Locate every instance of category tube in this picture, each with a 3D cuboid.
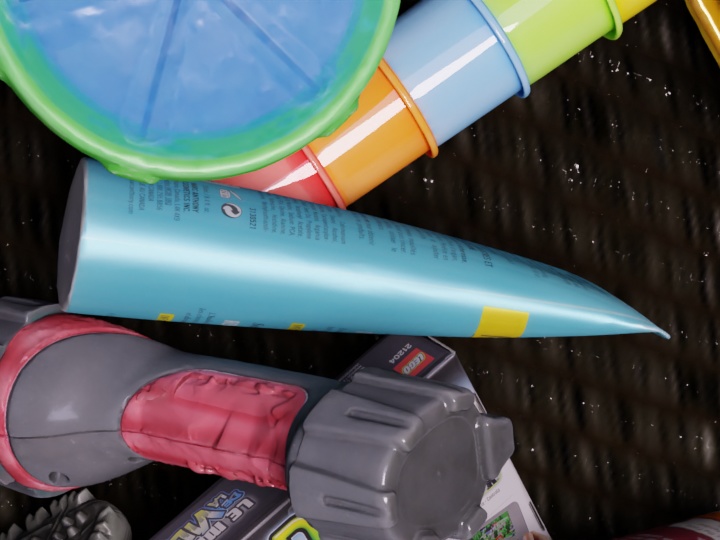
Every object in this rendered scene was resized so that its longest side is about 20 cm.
[{"bbox_3d":[0.000,0.000,0.775,0.198,0.077,0.051,7,105,-13],"label":"tube"}]

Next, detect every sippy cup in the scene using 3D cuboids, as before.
[{"bbox_3d":[-0.062,-0.095,0.762,0.177,0.130,0.141,21,86,-8],"label":"sippy cup"}]

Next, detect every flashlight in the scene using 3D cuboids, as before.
[{"bbox_3d":[-0.053,0.052,0.741,0.068,0.199,0.068,36,70,-45],"label":"flashlight"}]

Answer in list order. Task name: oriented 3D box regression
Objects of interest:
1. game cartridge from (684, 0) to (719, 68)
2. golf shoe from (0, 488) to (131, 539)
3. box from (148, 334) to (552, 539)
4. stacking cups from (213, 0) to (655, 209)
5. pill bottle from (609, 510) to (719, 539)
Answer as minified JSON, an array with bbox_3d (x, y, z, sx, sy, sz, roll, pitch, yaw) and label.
[{"bbox_3d":[0.193,-0.132,0.824,0.199,0.032,0.177,-32,98,-30],"label":"game cartridge"},{"bbox_3d":[-0.125,0.172,0.804,0.088,0.077,0.201,30,92,-27],"label":"golf shoe"},{"bbox_3d":[-0.028,0.123,0.786,0.200,0.035,0.110,-40,125,-17],"label":"box"},{"bbox_3d":[0.027,-0.077,0.819,0.199,0.061,0.061,-33,97,-3],"label":"stacking cups"},{"bbox_3d":[0.068,0.153,0.770,0.199,0.114,0.115,-9,94,-34],"label":"pill bottle"}]
